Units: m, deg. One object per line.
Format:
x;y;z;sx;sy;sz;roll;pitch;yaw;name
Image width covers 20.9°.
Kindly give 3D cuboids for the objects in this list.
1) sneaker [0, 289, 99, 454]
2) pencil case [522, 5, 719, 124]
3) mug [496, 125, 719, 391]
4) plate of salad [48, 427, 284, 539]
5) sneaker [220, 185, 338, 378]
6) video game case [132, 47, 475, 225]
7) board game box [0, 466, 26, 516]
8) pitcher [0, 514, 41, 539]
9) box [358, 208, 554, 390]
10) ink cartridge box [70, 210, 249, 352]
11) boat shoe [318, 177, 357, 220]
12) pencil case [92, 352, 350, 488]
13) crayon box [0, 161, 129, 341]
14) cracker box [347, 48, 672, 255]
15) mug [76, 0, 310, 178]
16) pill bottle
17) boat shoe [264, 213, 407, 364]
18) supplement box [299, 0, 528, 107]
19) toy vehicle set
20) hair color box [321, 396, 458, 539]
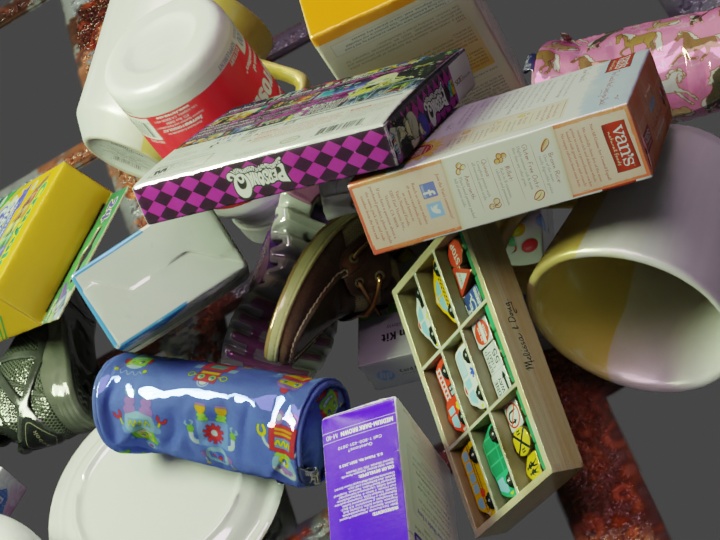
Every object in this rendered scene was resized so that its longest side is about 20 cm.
-0.277;0.072;1.628;0.114;0.076;0.200;-27;46;13;sneaker
0.231;-0.156;1.515;0.200;0.087;0.083;-11;21;22;pencil case
0.195;-0.027;1.379;0.186;0.149;0.153;25;56;1;mug
-0.145;0.175;1.497;0.200;0.048;0.200;-14;50;17;plate of salad
-0.058;0.024;1.543;0.080;0.088;0.200;23;64;-9;sneaker
-0.037;-0.097;1.387;0.200;0.036;0.181;-12;18;25;video game case
-0.402;0.226;1.607;0.200;0.041;0.200;17;67;37;board game box
-0.258;0.262;1.445;0.121;0.172;0.200;-41;18;-21;pitcher
0.074;-0.015;1.523;0.156;0.041;0.200;-15;52;20;box
-0.150;0.005;1.506;0.116;0.200;0.068;-33;88;-4;ink cartridge box
0.063;-0.067;1.469;0.200;0.074;0.065;-3;90;-12;boat shoe
-0.101;0.110;1.440;0.200;0.087;0.078;6;26;30;pencil case
-0.269;-0.012;1.569;0.200;0.052;0.126;-17;43;59;crayon box
0.105;-0.081;1.327;0.200;0.058;0.134;-16;16;21;cracker box
-0.160;-0.161;1.698;0.186;0.149;0.153;9;69;41;mug
-0.110;-0.116;1.585;0.112;0.200;0.112;-21;42;20;pill bottle
0.000;0.000;1.476;0.072;0.072;0.200;29;56;12;boat shoe
0.047;-0.175;1.549;0.126;0.200;0.074;-24;52;10;supplement box
0.086;0.072;1.367;0.026;0.124;0.200;-6;64;-27;toy vehicle set
0.026;0.202;1.341;0.065;0.109;0.200;-19;49;14;hair color box
